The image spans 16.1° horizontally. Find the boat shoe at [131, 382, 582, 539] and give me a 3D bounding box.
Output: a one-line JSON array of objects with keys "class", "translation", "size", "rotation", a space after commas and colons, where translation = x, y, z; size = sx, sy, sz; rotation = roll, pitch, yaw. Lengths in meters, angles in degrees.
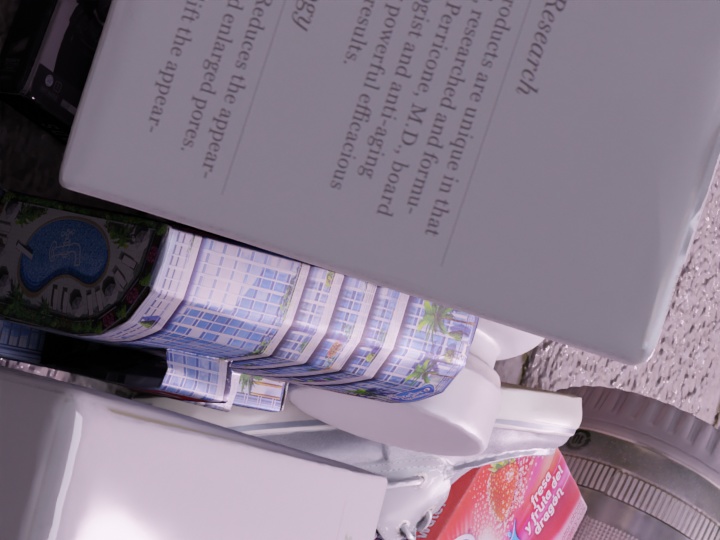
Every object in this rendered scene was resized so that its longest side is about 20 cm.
[{"class": "boat shoe", "translation": [-0.001, 0.082, 1.085], "size": [0.200, 0.070, 0.072], "rotation": [-1, 91, -18]}]

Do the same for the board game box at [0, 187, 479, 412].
[{"class": "board game box", "translation": [-0.098, 0.009, 0.920], "size": [0.200, 0.200, 0.062], "rotation": [13, 89, -42]}]

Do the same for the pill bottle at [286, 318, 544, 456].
[{"class": "pill bottle", "translation": [0.036, -0.032, 1.028], "size": [0.113, 0.113, 0.200], "rotation": [38, 64, -53]}]

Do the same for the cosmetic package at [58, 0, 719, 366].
[{"class": "cosmetic package", "translation": [0.019, -0.081, 0.870], "size": [0.165, 0.200, 0.165], "rotation": [-119, -134, -83]}]

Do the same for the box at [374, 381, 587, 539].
[{"class": "box", "translation": [0.006, 0.146, 1.153], "size": [0.200, 0.103, 0.095], "rotation": [-56, 138, -28]}]

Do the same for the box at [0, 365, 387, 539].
[{"class": "box", "translation": [-0.127, 0.136, 0.892], "size": [0.200, 0.171, 0.199], "rotation": [20, 83, -55]}]

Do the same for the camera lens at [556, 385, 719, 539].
[{"class": "camera lens", "translation": [0.110, 0.179, 1.258], "size": [0.200, 0.160, 0.160], "rotation": [-61, 142, -26]}]

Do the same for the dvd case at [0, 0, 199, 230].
[{"class": "dvd case", "translation": [-0.067, -0.132, 1.039], "size": [0.150, 0.025, 0.200], "rotation": [37, 68, -53]}]
